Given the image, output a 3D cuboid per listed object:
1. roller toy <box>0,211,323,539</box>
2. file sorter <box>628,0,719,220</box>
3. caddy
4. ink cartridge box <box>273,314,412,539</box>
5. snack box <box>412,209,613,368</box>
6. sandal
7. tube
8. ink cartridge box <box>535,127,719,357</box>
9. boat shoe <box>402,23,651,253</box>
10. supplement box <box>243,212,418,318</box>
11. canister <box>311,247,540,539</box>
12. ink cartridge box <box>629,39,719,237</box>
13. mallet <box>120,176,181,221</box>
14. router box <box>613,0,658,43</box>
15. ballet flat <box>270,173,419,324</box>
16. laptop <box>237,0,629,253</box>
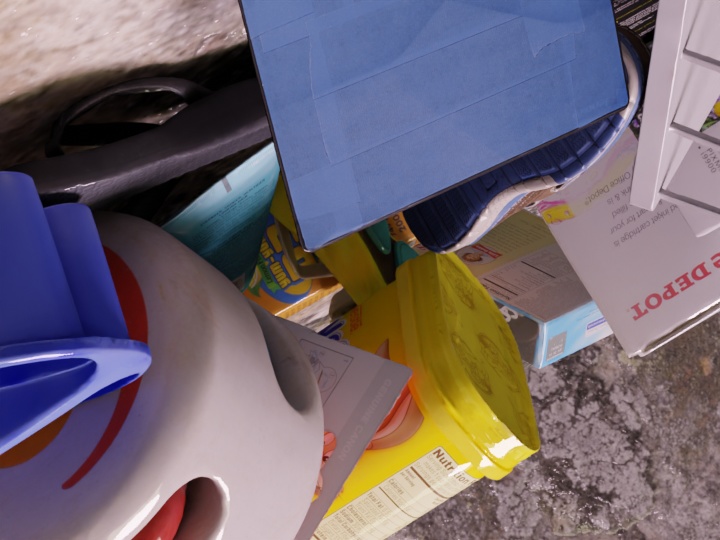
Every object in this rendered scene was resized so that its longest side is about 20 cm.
[{"bbox_3d":[-0.117,0.080,0.860,0.182,0.201,0.140,2,157,33],"label":"roller toy"},{"bbox_3d":[0.214,-0.122,0.833,0.139,0.124,0.200,-55,158,-34],"label":"file sorter"},{"bbox_3d":[-0.184,0.037,0.731,0.199,0.105,0.141,-15,168,10],"label":"caddy"},{"bbox_3d":[-0.078,0.097,0.955,0.163,0.200,0.050,-57,141,-18],"label":"ink cartridge box"},{"bbox_3d":[0.085,-0.005,1.224,0.116,0.200,0.037,-21,126,-39],"label":"snack box"},{"bbox_3d":[-0.094,-0.064,0.826,0.076,0.043,0.200,-28,179,45],"label":"sandal"},{"bbox_3d":[-0.077,-0.023,0.982,0.077,0.050,0.200,-43,176,-12],"label":"tube"},{"bbox_3d":[0.180,-0.067,1.112,0.145,0.200,0.087,-33,170,15],"label":"ink cartridge box"},{"bbox_3d":[0.092,-0.076,0.926,0.072,0.072,0.200,-26,175,-34],"label":"boat shoe"},{"bbox_3d":[-0.026,-0.019,1.122,0.200,0.067,0.069,-30,178,-3],"label":"supplement box"},{"bbox_3d":[-0.012,0.093,0.991,0.200,0.087,0.149,-34,-153,15],"label":"canister"},{"bbox_3d":[0.243,-0.116,0.995,0.200,0.109,0.050,-34,174,31],"label":"ink cartridge box"},{"bbox_3d":[-0.128,-0.013,0.979,0.066,0.041,0.200,-22,163,-50],"label":"mallet"},{"bbox_3d":[0.109,-0.143,0.967,0.199,0.051,0.149,-29,168,-8],"label":"router box"},{"bbox_3d":[0.000,0.000,1.063,0.067,0.200,0.067,-24,-145,18],"label":"ballet flat"},{"bbox_3d":[0.055,-0.126,0.717,0.187,0.116,0.200,-26,169,-28],"label":"laptop"}]
